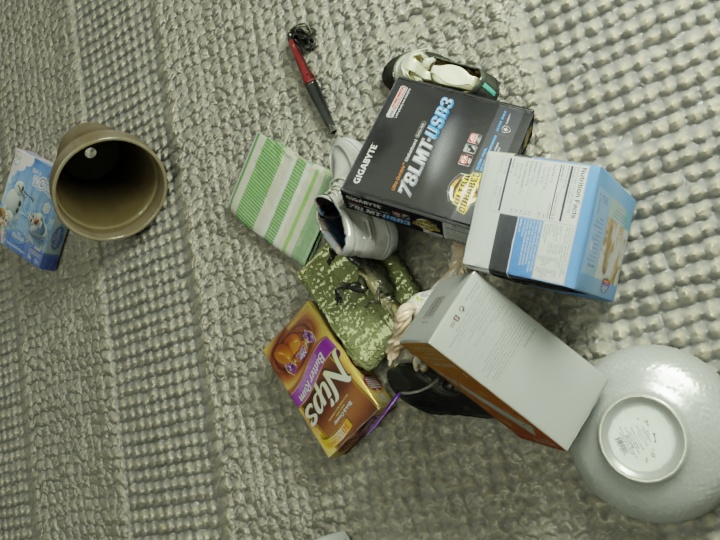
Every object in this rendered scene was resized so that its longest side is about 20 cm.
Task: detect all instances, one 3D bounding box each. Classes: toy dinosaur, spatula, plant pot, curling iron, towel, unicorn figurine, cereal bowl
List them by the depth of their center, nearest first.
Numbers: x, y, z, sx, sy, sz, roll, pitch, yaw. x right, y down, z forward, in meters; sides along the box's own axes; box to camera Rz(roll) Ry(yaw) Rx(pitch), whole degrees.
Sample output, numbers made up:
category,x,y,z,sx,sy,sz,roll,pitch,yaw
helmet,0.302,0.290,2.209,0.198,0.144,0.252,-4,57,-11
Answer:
category,x,y,z,sx,sy,sz,roll,pitch,yaw
cereal bowl,0.327,0.186,0.814,0.197,0.083,0.204,-3,84,31
spatula,0.082,0.147,0.926,0.198,0.057,0.021,-32,78,-20
unicorn figurine,0.107,0.043,0.950,0.073,0.200,0.140,13,119,27
toy dinosaur,0.000,0.000,1.004,0.202,0.087,0.048,68,153,25
towel,0.005,0.029,1.050,0.148,0.036,0.201,-42,65,11
curling iron,-0.075,-0.310,1.149,0.049,0.025,0.203,-26,72,31
towel,-0.126,-0.120,1.167,0.199,0.023,0.154,33,103,29
plant pot,-0.475,-0.182,1.311,0.174,0.198,0.202,44,109,44

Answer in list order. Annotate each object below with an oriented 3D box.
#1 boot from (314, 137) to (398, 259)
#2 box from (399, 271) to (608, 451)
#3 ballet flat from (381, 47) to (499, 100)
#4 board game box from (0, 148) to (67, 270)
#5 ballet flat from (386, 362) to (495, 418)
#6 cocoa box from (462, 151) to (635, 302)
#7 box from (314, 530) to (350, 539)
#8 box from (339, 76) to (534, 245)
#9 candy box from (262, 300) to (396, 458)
category,x,y,z,sx,sy,sz,roll,pitch,yaw
boot,-0.022,-0.106,0.994,0.074,0.094,0.202,-48,54,39
box,0.161,0.104,0.836,0.199,0.124,0.098,37,78,-6
ballet flat,0.103,-0.277,1.009,0.198,0.068,0.069,20,90,32
board game box,-0.680,-0.130,1.507,0.198,0.043,0.202,24,97,32
ballet flat,0.121,0.160,0.976,0.198,0.057,0.068,6,116,38
cocoa box,0.225,-0.045,0.831,0.130,0.199,0.136,13,91,32
box,-0.092,0.498,0.980,0.199,0.199,0.172,-45,62,20
box,0.102,-0.145,0.933,0.196,0.050,0.202,20,66,17
candy box,-0.049,0.159,1.071,0.117,0.056,0.201,-46,65,19
